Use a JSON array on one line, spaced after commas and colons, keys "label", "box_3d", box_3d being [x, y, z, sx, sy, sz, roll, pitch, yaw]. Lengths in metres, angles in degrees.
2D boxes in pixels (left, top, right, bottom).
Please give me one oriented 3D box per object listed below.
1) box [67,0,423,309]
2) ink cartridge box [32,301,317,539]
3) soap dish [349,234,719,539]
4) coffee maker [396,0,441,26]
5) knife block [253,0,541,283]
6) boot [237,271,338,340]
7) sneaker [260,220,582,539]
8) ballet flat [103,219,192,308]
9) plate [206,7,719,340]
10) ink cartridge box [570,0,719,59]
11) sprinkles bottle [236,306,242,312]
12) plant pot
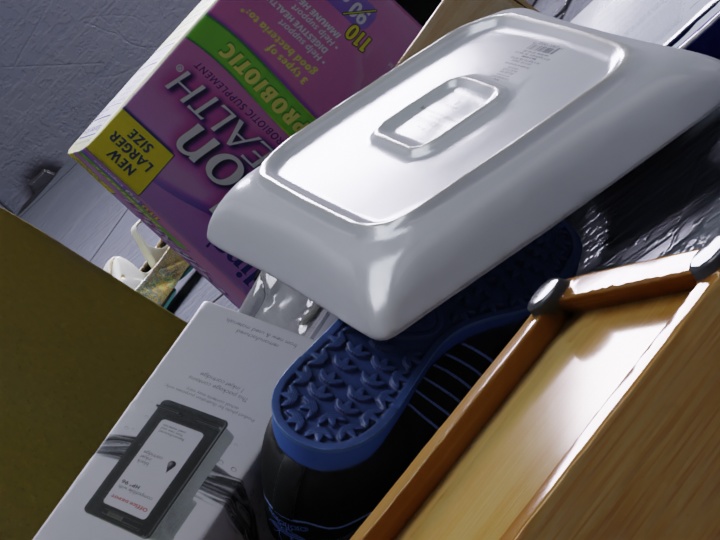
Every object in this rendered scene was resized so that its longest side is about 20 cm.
[{"label": "box", "box_3d": [-0.049, -0.089, 1.429, 0.200, 0.176, 0.097, -48, 11, -8]}, {"label": "ink cartridge box", "box_3d": [-0.085, 0.126, 0.985, 0.200, 0.068, 0.116, -56, -22, -38]}, {"label": "soap dish", "box_3d": [0.063, 0.081, 0.685, 0.200, 0.081, 0.157, -50, 11, -17]}, {"label": "coffee maker", "box_3d": [-0.028, -0.251, 1.844, 0.135, 0.200, 0.192, -48, 9, 8]}, {"label": "knife block", "box_3d": [0.018, -0.052, 1.245, 0.176, 0.064, 0.200, -52, -3, -24]}, {"label": "boot", "box_3d": [0.000, 0.000, 1.093, 0.200, 0.073, 0.096, -50, 45, 19]}, {"label": "sneaker", "box_3d": [0.024, 0.044, 0.991, 0.200, 0.070, 0.078, -37, -29, -39]}, {"label": "ballet flat", "box_3d": [-0.171, -0.003, 1.870, 0.200, 0.071, 0.071, -53, 13, -26]}, {"label": "plate", "box_3d": [0.040, -0.058, 1.014, 0.200, 0.032, 0.199, -34, 24, -14]}, {"label": "ink cartridge box", "box_3d": [0.170, -0.130, 1.107, 0.200, 0.041, 0.200, -42, 13, 28]}, {"label": "sprinkles bottle", "box_3d": [0.013, -0.001, 1.174, 0.200, 0.068, 0.068, -40, 13, 32]}, {"label": "plant pot", "box_3d": [-0.191, 0.125, 1.214, 0.194, 0.195, 0.200, -41, 31, 27]}]
